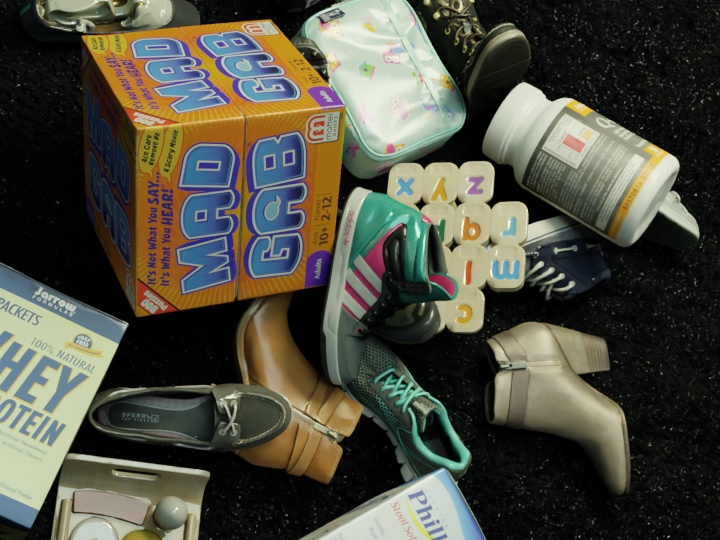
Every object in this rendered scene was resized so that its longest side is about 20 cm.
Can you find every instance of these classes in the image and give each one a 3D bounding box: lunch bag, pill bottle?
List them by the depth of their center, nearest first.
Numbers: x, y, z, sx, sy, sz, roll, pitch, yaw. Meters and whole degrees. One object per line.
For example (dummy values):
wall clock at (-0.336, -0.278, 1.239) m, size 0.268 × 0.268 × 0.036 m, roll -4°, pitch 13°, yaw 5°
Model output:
pill bottle at (0.244, -0.122, 1.436) m, size 0.200 × 0.117 × 0.116 m, roll 33°, pitch 63°, yaw 16°
lunch bag at (0.021, -0.219, 1.459) m, size 0.160 × 0.077 × 0.201 m, roll -24°, pitch 83°, yaw -24°

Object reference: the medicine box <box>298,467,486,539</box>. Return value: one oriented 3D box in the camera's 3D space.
medicine box at (-0.005, 0.289, 1.220) m, size 0.199 × 0.182 × 0.103 m, roll -26°, pitch 83°, yaw -25°

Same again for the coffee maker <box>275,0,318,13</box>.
coffee maker at (-0.039, -0.408, 1.489) m, size 0.199 × 0.135 × 0.192 m, roll -24°, pitch 54°, yaw -26°

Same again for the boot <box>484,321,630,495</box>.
boot at (0.212, 0.155, 1.415) m, size 0.146 × 0.070 × 0.201 m, roll -4°, pitch 73°, yaw -14°

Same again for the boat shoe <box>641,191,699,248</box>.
boat shoe at (0.324, -0.100, 1.533) m, size 0.202 × 0.074 × 0.065 m, roll 33°, pitch 68°, yaw 1°

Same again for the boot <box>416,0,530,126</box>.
boot at (0.125, -0.265, 1.454) m, size 0.073 × 0.200 × 0.151 m, roll -24°, pitch 75°, yaw -5°

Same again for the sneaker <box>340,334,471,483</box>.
sneaker at (0.051, 0.142, 1.341) m, size 0.077 × 0.091 × 0.200 m, roll -36°, pitch 87°, yaw -27°

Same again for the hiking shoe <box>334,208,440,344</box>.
hiking shoe at (0.000, 0.000, 1.336) m, size 0.076 × 0.101 × 0.200 m, roll -47°, pitch 66°, yaw -4°

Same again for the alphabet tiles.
alphabet tiles at (0.081, -0.025, 1.386) m, size 0.199 × 0.015 × 0.197 m, roll 0°, pitch 70°, yaw 16°

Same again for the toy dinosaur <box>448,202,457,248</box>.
toy dinosaur at (0.089, 0.001, 1.430) m, size 0.088 × 0.047 × 0.200 m, roll 33°, pitch 61°, yaw 1°

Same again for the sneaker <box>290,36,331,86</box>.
sneaker at (-0.057, -0.162, 1.384) m, size 0.066 × 0.201 × 0.091 m, roll -2°, pitch 30°, yaw -1°

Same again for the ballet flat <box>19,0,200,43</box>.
ballet flat at (-0.265, -0.278, 1.382) m, size 0.199 × 0.073 × 0.073 m, roll -5°, pitch 74°, yaw -21°

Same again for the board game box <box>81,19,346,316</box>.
board game box at (-0.149, -0.106, 1.249) m, size 0.199 × 0.201 × 0.200 m, roll -10°, pitch 36°, yaw -22°

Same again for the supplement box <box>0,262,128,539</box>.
supplement box at (-0.322, 0.129, 1.150) m, size 0.134 × 0.200 × 0.201 m, roll 26°, pitch 65°, yaw -10°

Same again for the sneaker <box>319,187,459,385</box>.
sneaker at (0.033, 0.027, 1.263) m, size 0.120 × 0.084 × 0.201 m, roll 13°, pitch 104°, yaw 16°

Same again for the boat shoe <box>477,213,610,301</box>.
boat shoe at (0.205, -0.004, 1.444) m, size 0.199 × 0.075 × 0.093 m, roll -19°, pitch 83°, yaw -36°

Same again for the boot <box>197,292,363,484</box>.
boot at (-0.065, 0.108, 1.312) m, size 0.155 × 0.077 × 0.201 m, roll 24°, pitch 71°, yaw -4°

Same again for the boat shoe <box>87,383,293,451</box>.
boat shoe at (-0.167, 0.144, 1.244) m, size 0.199 × 0.057 × 0.067 m, roll 1°, pitch 91°, yaw 4°

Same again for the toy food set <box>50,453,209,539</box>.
toy food set at (-0.222, 0.282, 1.212) m, size 0.143 × 0.060 × 0.201 m, roll 10°, pitch 69°, yaw -17°
